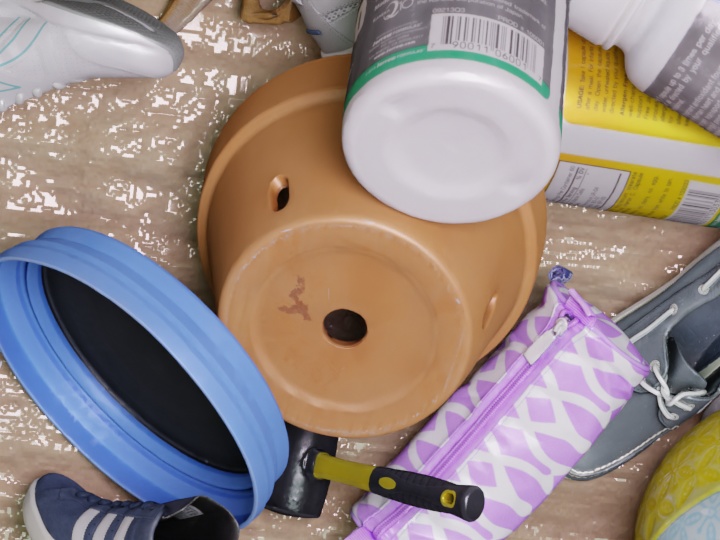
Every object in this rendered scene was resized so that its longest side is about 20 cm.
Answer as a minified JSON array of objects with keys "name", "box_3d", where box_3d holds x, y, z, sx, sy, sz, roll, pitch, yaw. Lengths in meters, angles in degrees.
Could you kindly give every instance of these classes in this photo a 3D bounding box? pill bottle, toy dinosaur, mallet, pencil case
[{"name":"pill bottle","box_3d":[0.137,-0.092,1.501,0.200,0.113,0.113,8,89,-11]},{"name":"toy dinosaur","box_3d":[-0.085,-0.175,1.494,0.106,0.060,0.200,27,88,26]},{"name":"pill bottle","box_3d":[0.054,-0.132,1.357,0.113,0.113,0.200,18,47,-11]},{"name":"mallet","box_3d":[0.003,0.126,1.440,0.041,0.200,0.066,14,94,-33]},{"name":"pill bottle","box_3d":[0.216,-0.127,1.411,0.200,0.114,0.114,31,85,-2]},{"name":"pencil case","box_3d":[0.080,0.098,1.489,0.084,0.085,0.200,42,96,21]}]

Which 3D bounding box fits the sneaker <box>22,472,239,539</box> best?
[{"name":"sneaker","box_3d":[-0.115,0.149,1.418,0.075,0.200,0.085,26,98,-42]}]

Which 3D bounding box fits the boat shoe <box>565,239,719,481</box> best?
[{"name":"boat shoe","box_3d":[0.183,0.052,1.519,0.073,0.062,0.200,44,100,-10]}]

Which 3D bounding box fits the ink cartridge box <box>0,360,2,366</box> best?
[{"name":"ink cartridge box","box_3d":[-0.320,0.061,1.428,0.200,0.083,0.147,29,86,-10]}]

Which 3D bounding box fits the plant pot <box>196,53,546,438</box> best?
[{"name":"plant pot","box_3d":[0.000,0.000,1.419,0.200,0.140,0.200,3,120,6]}]

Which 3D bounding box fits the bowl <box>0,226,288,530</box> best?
[{"name":"bowl","box_3d":[-0.122,0.058,1.414,0.201,0.201,0.039,48,62,-8]}]

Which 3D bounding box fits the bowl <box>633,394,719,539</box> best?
[{"name":"bowl","box_3d":[0.250,0.127,1.515,0.200,0.200,0.108,1,50,-11]}]

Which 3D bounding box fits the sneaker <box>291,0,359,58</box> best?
[{"name":"sneaker","box_3d":[0.036,-0.203,1.480,0.082,0.075,0.200,47,69,-27]}]

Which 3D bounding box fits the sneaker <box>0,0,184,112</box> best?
[{"name":"sneaker","box_3d":[-0.198,-0.123,1.454,0.200,0.070,0.080,9,103,7]}]
